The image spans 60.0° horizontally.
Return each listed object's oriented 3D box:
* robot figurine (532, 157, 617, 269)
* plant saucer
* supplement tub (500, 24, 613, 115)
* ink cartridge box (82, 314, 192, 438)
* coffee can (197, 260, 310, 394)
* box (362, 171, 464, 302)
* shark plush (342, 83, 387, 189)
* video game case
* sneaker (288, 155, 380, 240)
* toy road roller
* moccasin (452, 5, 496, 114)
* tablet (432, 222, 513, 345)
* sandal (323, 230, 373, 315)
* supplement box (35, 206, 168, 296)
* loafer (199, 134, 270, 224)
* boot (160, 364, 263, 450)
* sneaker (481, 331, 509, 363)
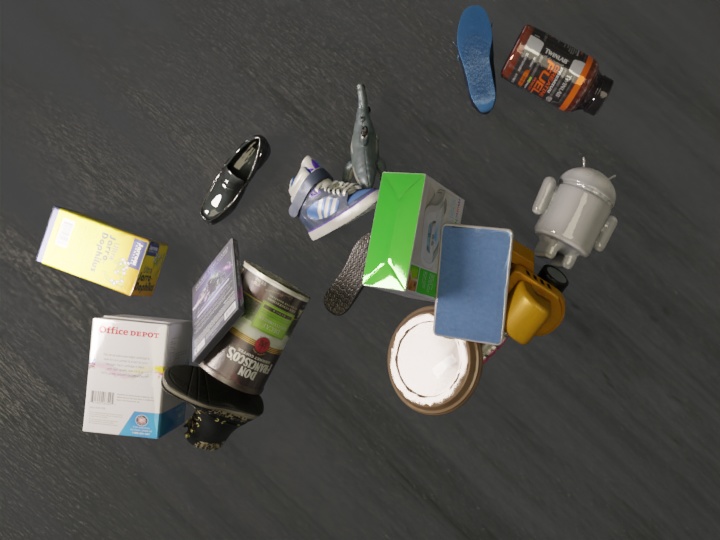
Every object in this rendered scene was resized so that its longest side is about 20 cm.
[{"bbox_3d":[0.399,-0.105,1.161,0.167,0.113,0.203,29,90,-13],"label":"robot figurine"},{"bbox_3d":[0.132,0.165,1.161,0.196,0.029,0.206,-8,75,30],"label":"plant saucer"},{"bbox_3d":[0.372,-0.371,1.175,0.197,0.107,0.109,28,90,4],"label":"supplement tub"},{"bbox_3d":[-0.413,0.192,1.173,0.143,0.146,0.206,5,89,3],"label":"ink cartridge box"},{"bbox_3d":[-0.201,0.105,1.166,0.144,0.146,0.203,28,89,3],"label":"coffee can"},{"bbox_3d":[0.099,-0.055,1.133,0.095,0.175,0.205,8,84,34],"label":"box"},{"bbox_3d":[0.017,-0.252,1.199,0.088,0.083,0.206,9,89,3],"label":"shark plush"},{"bbox_3d":[-0.265,0.052,1.143,0.019,0.202,0.143,29,116,-32],"label":"video game case"},{"bbox_3d":[-0.058,-0.155,1.163,0.198,0.080,0.149,-24,93,43],"label":"sneaker"},{"bbox_3d":[0.275,0.040,1.124,0.197,0.146,0.124,32,121,0],"label":"toy road roller"},{"bbox_3d":[0.220,-0.401,1.204,0.078,0.068,0.206,-2,87,10],"label":"moccasin"},{"bbox_3d":[0.197,0.024,1.100,0.127,0.014,0.206,7,98,20],"label":"tablet"},{"bbox_3d":[0.000,0.000,1.218,0.075,0.045,0.201,41,105,9],"label":"sandal"},{"bbox_3d":[-0.494,-0.034,1.203,0.196,0.109,0.112,19,89,3],"label":"supplement box"},{"bbox_3d":[-0.250,-0.180,1.215,0.068,0.070,0.202,37,90,4],"label":"loafer"},{"bbox_3d":[-0.297,0.260,1.145,0.201,0.074,0.154,27,124,-31],"label":"boot"},{"bbox_3d":[0.190,0.156,1.186,0.200,0.074,0.088,-45,71,9],"label":"sneaker"}]
